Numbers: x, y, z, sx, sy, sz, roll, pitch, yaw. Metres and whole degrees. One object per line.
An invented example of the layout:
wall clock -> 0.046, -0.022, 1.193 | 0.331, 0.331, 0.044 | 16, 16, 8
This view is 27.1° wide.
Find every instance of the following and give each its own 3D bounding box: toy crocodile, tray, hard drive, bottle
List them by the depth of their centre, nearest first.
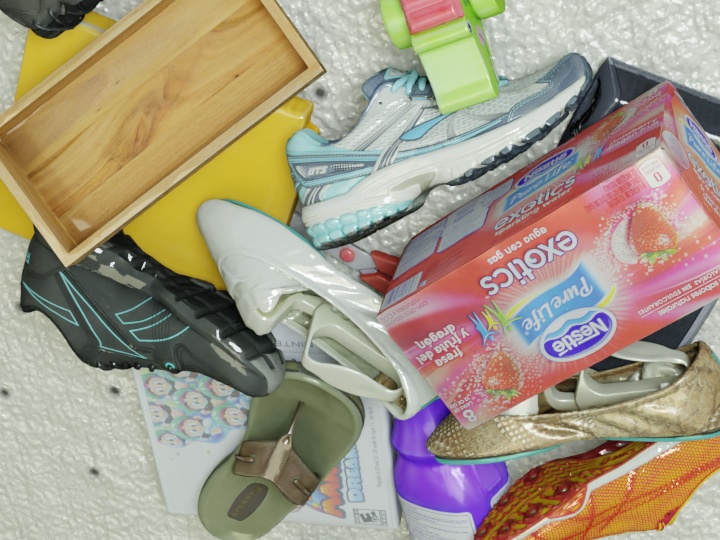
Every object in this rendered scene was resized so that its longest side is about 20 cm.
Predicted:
toy crocodile -> 0.036, -0.189, 0.847 | 0.067, 0.062, 0.202 | -11, 96, 21
tray -> -0.129, -0.102, 0.920 | 0.199, 0.037, 0.099 | -37, 92, 7
hard drive -> 0.172, -0.020, 0.936 | 0.134, 0.042, 0.201 | 21, 122, 2
bottle -> 0.065, 0.152, 1.044 | 0.083, 0.065, 0.202 | 8, 124, 43

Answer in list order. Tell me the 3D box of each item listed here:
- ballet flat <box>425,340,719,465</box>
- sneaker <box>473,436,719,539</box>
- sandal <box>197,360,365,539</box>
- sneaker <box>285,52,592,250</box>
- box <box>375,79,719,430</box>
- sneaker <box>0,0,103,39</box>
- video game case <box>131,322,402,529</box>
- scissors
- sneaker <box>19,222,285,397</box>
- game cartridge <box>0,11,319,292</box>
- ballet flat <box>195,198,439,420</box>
ballet flat -> 0.134, 0.077, 0.945 | 0.198, 0.071, 0.066 | -10, 110, 11
sneaker -> 0.168, 0.151, 0.986 | 0.199, 0.073, 0.078 | -27, 107, 2
sandal -> -0.057, 0.138, 1.033 | 0.079, 0.058, 0.202 | 24, 130, -7
sneaker -> 0.043, -0.090, 0.902 | 0.199, 0.078, 0.087 | -27, 89, 9
box -> 0.119, -0.008, 0.873 | 0.199, 0.103, 0.095 | -32, 107, 26
sneaker -> -0.171, -0.188, 0.902 | 0.198, 0.076, 0.092 | -1, 98, 25
video game case -> -0.067, 0.105, 1.062 | 0.180, 0.024, 0.201 | 2, 130, 11
scissors -> 0.000, 0.000, 1.010 | 0.198, 0.014, 0.074 | 18, 122, 4
sneaker -> -0.138, 0.034, 0.978 | 0.199, 0.075, 0.080 | 32, 103, 16
game cartridge -> -0.138, -0.069, 0.994 | 0.198, 0.033, 0.177 | 22, 124, 1
ballet flat -> -0.032, 0.026, 0.943 | 0.199, 0.069, 0.070 | 33, 123, 6
